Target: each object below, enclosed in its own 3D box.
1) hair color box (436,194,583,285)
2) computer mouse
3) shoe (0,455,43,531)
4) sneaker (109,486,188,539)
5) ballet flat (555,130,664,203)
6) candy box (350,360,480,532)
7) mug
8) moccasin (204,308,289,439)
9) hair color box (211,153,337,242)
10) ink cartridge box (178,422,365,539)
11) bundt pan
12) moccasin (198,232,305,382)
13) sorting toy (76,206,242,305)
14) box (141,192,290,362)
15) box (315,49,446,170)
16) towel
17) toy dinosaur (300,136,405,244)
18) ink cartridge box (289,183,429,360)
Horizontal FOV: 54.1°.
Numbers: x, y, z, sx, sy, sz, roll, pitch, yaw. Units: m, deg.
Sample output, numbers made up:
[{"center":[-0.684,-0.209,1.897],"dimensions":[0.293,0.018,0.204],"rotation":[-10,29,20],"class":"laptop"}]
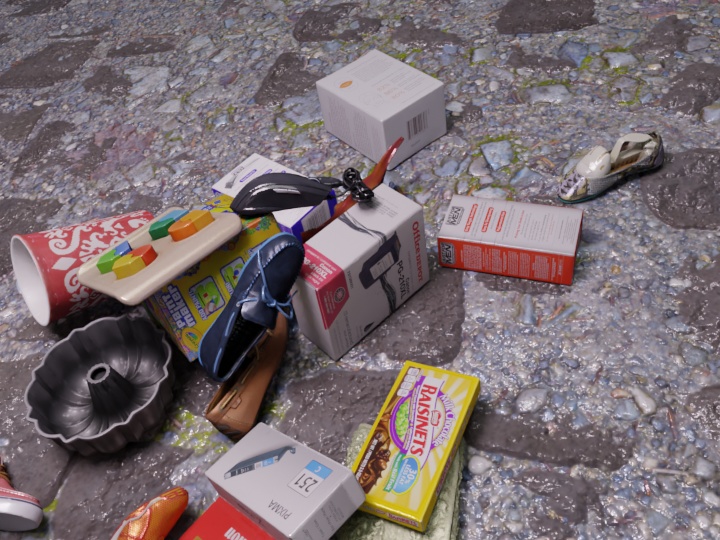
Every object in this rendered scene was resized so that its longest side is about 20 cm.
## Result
[{"center":[0.221,-0.048,1.043],"dimensions":[0.196,0.062,0.102],"rotation":[10,48,20],"class":"hair color box"},{"center":[-0.083,-0.121,0.982],"dimensions":[0.195,0.047,0.141],"rotation":[-6,19,-3],"class":"computer mouse"},{"center":[-0.467,0.261,0.875],"dimensions":[0.195,0.072,0.092],"rotation":[-1,50,18],"class":"shoe"},{"center":[-0.257,0.330,0.779],"dimensions":[0.077,0.073,0.200],"rotation":[35,63,12],"class":"sneaker"},{"center":[0.398,-0.175,1.126],"dimensions":[0.197,0.073,0.072],"rotation":[-23,45,-10],"class":"ballet flat"},{"center":[0.062,0.193,0.814],"dimensions":[0.100,0.027,0.201],"rotation":[11,45,23],"class":"candy box"},{"center":[-0.417,-0.018,1.084],"dimensions":[0.198,0.136,0.176],"rotation":[-23,23,-38],"class":"mug"},{"center":[-0.152,0.121,0.939],"dimensions":[0.073,0.077,0.204],"rotation":[-25,34,46],"class":"moccasin"},{"center":[-0.144,-0.117,1.190],"dimensions":[0.198,0.066,0.109],"rotation":[29,57,32],"class":"hair color box"},{"center":[-0.115,0.263,0.765],"dimensions":[0.176,0.045,0.198],"rotation":[-41,27,-27],"class":"ink cartridge box"},{"center":[-0.337,0.161,0.944],"dimensions":[0.197,0.077,0.204],"rotation":[-6,44,6],"class":"bundt pan"},{"center":[-0.123,0.052,0.866],"dimensions":[0.202,0.080,0.068],"rotation":[-59,37,12],"class":"moccasin"},{"center":[-0.272,-0.032,0.930],"dimensions":[0.184,0.037,0.198],"rotation":[-38,30,-27],"class":"sorting toy"},{"center":[-0.217,0.000,1.006],"dimensions":[0.191,0.124,0.199],"rotation":[-34,28,-21],"class":"box"},{"center":[0.039,-0.300,1.301],"dimensions":[0.151,0.108,0.199],"rotation":[-34,48,-21],"class":"box"},{"center":[0.042,0.264,0.788],"dimensions":[0.145,0.037,0.202],"rotation":[-1,45,13],"class":"towel"},{"center":[-0.019,-0.103,1.095],"dimensions":[0.103,0.205,0.180],"rotation":[7,13,39],"class":"toy dinosaur"},{"center":[0.000,0.000,0.981],"dimensions":[0.199,0.147,0.084],"rotation":[-39,51,-25],"class":"ink cartridge box"}]
